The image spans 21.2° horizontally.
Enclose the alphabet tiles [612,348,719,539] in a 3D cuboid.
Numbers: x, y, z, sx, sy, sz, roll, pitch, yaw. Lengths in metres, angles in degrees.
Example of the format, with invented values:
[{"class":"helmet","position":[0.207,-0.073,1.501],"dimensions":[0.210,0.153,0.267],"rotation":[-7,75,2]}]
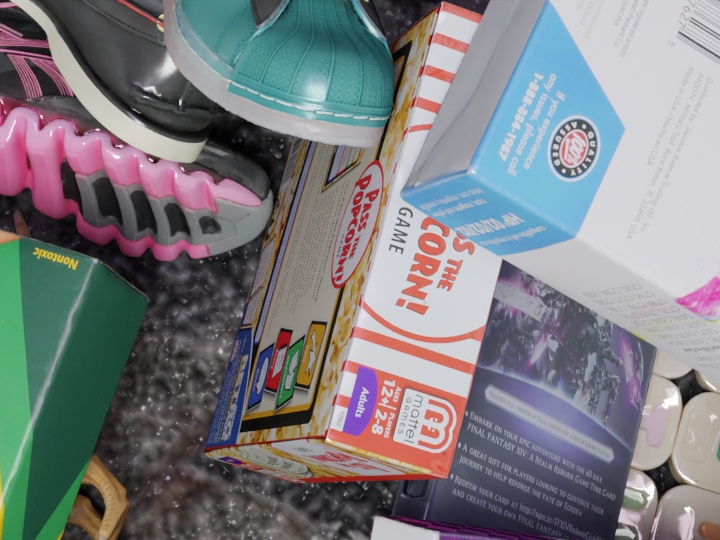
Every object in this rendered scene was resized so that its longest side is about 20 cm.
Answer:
[{"class":"alphabet tiles","position":[0.120,0.105,0.792],"dimensions":[0.194,0.015,0.202],"rotation":[17,79,2]}]

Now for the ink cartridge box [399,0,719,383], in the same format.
[{"class":"ink cartridge box","position":[0.128,-0.028,0.619],"dimensions":[0.199,0.068,0.116],"rotation":[30,77,-14]}]

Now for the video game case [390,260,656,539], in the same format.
[{"class":"video game case","position":[0.068,0.055,0.730],"dimensions":[0.019,0.143,0.202],"rotation":[6,76,35]}]

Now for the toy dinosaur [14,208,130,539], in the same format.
[{"class":"toy dinosaur","position":[-0.140,0.080,0.772],"dimensions":[0.105,0.060,0.201],"rotation":[24,80,6]}]

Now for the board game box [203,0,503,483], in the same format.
[{"class":"board game box","position":[0.000,0.000,0.715],"dimensions":[0.046,0.200,0.153],"rotation":[18,80,-13]}]

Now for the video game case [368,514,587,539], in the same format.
[{"class":"video game case","position":[0.065,0.187,0.687],"dimensions":[0.036,0.199,0.183],"rotation":[7,85,46]}]

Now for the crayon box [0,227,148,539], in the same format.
[{"class":"crayon box","position":[-0.205,0.057,0.747],"dimensions":[0.198,0.058,0.174],"rotation":[16,78,22]}]

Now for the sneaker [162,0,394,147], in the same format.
[{"class":"sneaker","position":[-0.031,-0.119,0.675],"dimensions":[0.071,0.200,0.080],"rotation":[5,122,-24]}]

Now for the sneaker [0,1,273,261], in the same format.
[{"class":"sneaker","position":[-0.125,-0.073,0.801],"dimensions":[0.198,0.079,0.096],"rotation":[19,59,-1]}]

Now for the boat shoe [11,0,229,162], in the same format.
[{"class":"boat shoe","position":[-0.113,-0.126,0.777],"dimensions":[0.201,0.073,0.063],"rotation":[46,115,34]}]
